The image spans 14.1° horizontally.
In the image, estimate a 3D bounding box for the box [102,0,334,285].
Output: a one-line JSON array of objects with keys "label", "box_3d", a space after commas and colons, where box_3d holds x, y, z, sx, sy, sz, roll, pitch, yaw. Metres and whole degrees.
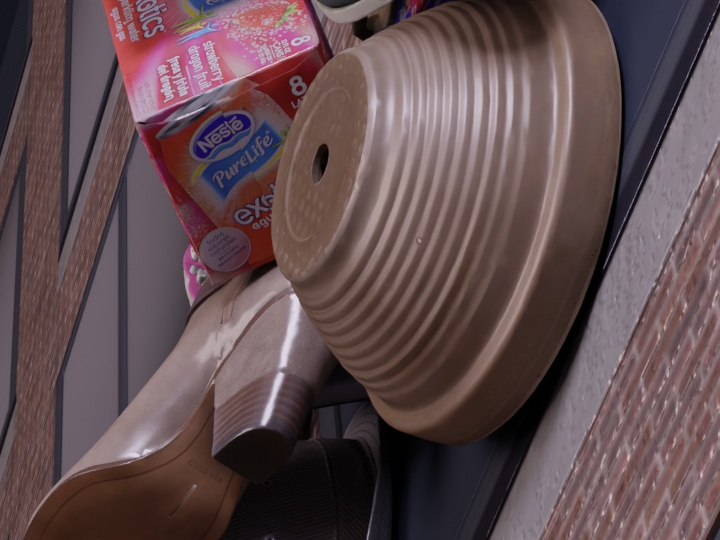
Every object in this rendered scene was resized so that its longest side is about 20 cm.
[{"label": "box", "box_3d": [-0.061, -0.095, 1.396, 0.200, 0.095, 0.100, -110, -4, -58]}]

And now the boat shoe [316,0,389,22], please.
[{"label": "boat shoe", "box_3d": [0.009, -0.153, 1.242, 0.073, 0.062, 0.200, -48, 14, -10]}]

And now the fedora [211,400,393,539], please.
[{"label": "fedora", "box_3d": [-0.048, 0.149, 1.423, 0.177, 0.090, 0.201, 117, 160, -47]}]

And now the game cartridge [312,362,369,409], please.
[{"label": "game cartridge", "box_3d": [0.000, 0.000, 1.411, 0.200, 0.038, 0.130, -13, 69, 61]}]

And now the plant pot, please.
[{"label": "plant pot", "box_3d": [0.023, -0.034, 1.228, 0.201, 0.092, 0.202, -164, 90, -69]}]

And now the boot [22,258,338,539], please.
[{"label": "boot", "box_3d": [-0.075, 0.056, 1.385, 0.199, 0.070, 0.147, -28, 34, 32]}]

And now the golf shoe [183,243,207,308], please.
[{"label": "golf shoe", "box_3d": [-0.066, 0.067, 1.653, 0.201, 0.075, 0.092, -91, 3, -49]}]

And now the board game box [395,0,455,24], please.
[{"label": "board game box", "box_3d": [0.068, -0.174, 1.321, 0.200, 0.045, 0.135, 124, 154, -58]}]

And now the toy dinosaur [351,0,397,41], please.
[{"label": "toy dinosaur", "box_3d": [0.008, -0.091, 1.525, 0.101, 0.058, 0.201, -67, -11, -85]}]
